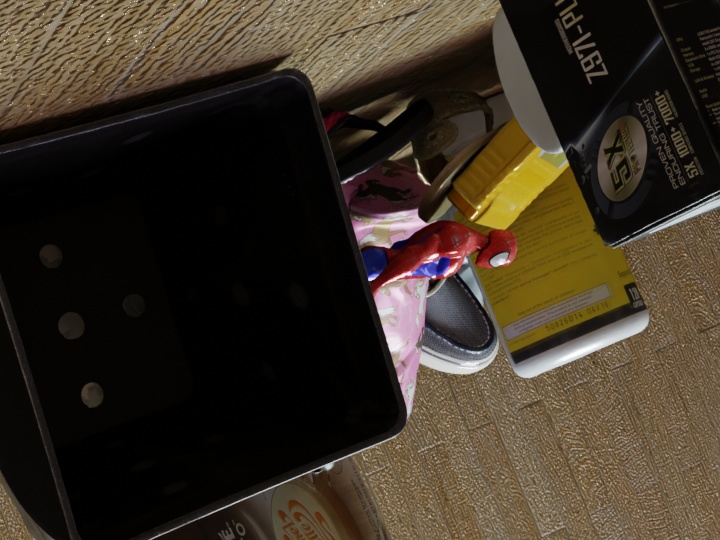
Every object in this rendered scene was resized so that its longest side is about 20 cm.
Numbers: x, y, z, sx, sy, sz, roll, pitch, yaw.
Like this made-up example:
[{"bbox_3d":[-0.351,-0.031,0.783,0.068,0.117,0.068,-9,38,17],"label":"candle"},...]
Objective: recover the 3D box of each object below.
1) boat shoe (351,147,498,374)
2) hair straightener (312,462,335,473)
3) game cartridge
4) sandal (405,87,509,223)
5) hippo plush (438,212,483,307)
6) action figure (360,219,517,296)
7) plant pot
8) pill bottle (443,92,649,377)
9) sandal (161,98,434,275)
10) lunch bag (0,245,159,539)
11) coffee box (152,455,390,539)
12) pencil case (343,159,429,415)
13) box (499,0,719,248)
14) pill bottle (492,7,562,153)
[{"bbox_3d":[0.035,-0.005,1.263,0.075,0.199,0.093,-59,-170,-33],"label":"boat shoe"},{"bbox_3d":[-0.034,0.062,1.042,0.077,0.041,0.200,-60,-162,6],"label":"hair straightener"},{"bbox_3d":[0.143,-0.107,1.113,0.200,0.032,0.176,-48,170,8],"label":"game cartridge"},{"bbox_3d":[0.060,-0.088,1.141,0.078,0.070,0.212,-50,170,21],"label":"sandal"},{"bbox_3d":[0.052,-0.035,1.454,0.161,0.158,0.201,-84,-164,-76],"label":"hippo plush"},{"bbox_3d":[0.000,0.000,1.064,0.198,0.052,0.065,-12,-177,-3],"label":"action figure"},{"bbox_3d":[-0.125,0.025,0.922,0.199,0.201,0.177,-19,-176,-32],"label":"plant pot"},{"bbox_3d":[0.131,-0.029,1.291,0.111,0.201,0.112,-22,175,-2],"label":"pill bottle"},{"bbox_3d":[-0.040,-0.063,1.058,0.199,0.045,0.075,-30,-175,-14],"label":"sandal"},{"bbox_3d":[-0.169,0.076,1.103,0.163,0.201,0.117,-28,172,39],"label":"lunch bag"},{"bbox_3d":[-0.058,0.177,0.998,0.079,0.115,0.200,-30,171,23],"label":"coffee box"},{"bbox_3d":[0.005,0.019,1.199,0.082,0.201,0.087,13,-148,10],"label":"pencil case"},{"bbox_3d":[0.172,-0.120,0.788,0.199,0.165,0.086,-20,174,-36],"label":"box"},{"bbox_3d":[0.177,-0.136,0.931,0.199,0.114,0.113,-21,174,-14],"label":"pill bottle"}]
